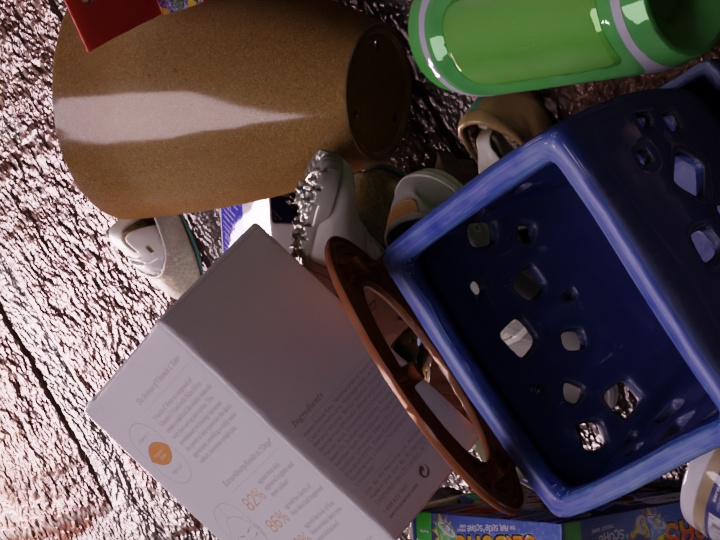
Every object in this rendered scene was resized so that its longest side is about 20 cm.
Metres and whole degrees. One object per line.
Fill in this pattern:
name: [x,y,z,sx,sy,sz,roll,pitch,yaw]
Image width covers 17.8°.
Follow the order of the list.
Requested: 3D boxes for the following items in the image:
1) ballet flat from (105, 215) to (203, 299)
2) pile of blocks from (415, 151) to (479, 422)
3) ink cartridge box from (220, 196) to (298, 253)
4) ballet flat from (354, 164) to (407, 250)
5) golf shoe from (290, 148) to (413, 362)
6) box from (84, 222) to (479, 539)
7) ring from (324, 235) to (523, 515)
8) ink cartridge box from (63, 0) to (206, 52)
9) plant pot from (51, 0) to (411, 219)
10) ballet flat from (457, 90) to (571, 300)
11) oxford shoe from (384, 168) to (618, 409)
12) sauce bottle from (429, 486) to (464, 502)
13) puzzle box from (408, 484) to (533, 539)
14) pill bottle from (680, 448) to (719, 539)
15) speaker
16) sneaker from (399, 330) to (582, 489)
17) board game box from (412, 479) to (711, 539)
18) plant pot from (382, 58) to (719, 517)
ballet flat: [-0.183,-0.055,1.802,0.067,0.062,0.200,4,120,48]
pile of blocks: [0.075,0.023,1.538,0.082,0.062,0.200,-150,65,-80]
ink cartridge box: [-0.072,-0.008,1.711,0.095,0.037,0.200,49,151,46]
ballet flat: [-0.004,-0.008,1.591,0.071,0.071,0.200,52,158,7]
golf shoe: [0.000,0.000,1.508,0.097,0.078,0.200,3,137,1]
box: [-0.052,0.097,1.471,0.200,0.106,0.152,44,144,-1]
ring: [0.044,0.059,1.383,0.019,0.200,0.201,-36,87,11]
ink cartridge box: [-0.111,-0.229,1.471,0.050,0.200,0.109,-9,110,50]
plant pot: [-0.073,-0.124,1.552,0.200,0.186,0.187,3,120,28]
ballet flat: [0.118,-0.025,1.477,0.069,0.063,0.200,-21,100,47]
oxford shoe: [0.084,0.025,1.456,0.200,0.058,0.075,49,134,-6]
sauce bottle: [0.114,0.211,1.636,0.200,0.066,0.066,35,141,50]
puzzle box: [0.150,0.194,1.552,0.200,0.133,0.025,21,107,38]
pill bottle: [0.300,0.153,1.363,0.200,0.111,0.111,32,137,29]
speaker: [0.119,-0.153,1.363,0.200,0.088,0.089,-3,114,50]
sneaker: [0.083,0.098,1.606,0.200,0.067,0.090,33,156,43]
board game box: [0.151,0.162,1.469,0.135,0.200,0.035,-2,91,50]
plant pot: [0.167,0.001,1.343,0.200,0.180,0.200,57,144,1]
